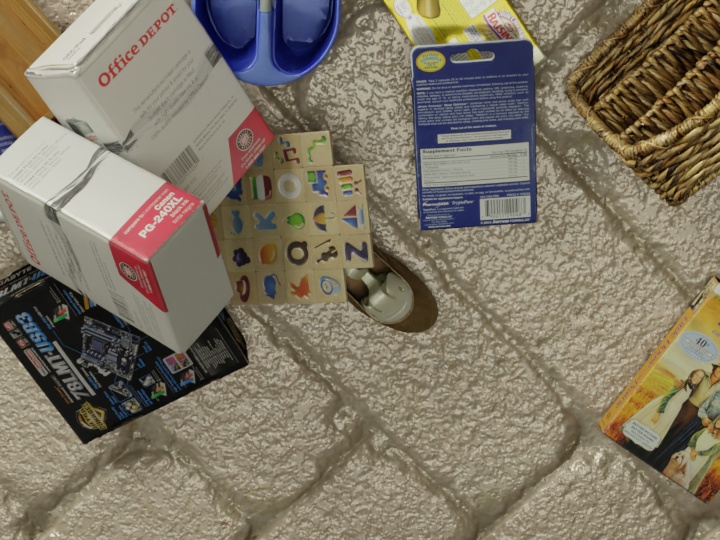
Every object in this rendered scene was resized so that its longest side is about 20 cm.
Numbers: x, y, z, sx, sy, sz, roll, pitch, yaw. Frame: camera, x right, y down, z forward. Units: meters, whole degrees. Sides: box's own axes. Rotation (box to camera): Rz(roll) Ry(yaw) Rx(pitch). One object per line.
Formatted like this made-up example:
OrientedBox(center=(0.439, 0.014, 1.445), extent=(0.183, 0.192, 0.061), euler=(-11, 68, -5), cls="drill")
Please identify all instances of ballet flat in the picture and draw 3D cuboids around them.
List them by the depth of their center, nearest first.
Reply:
OrientedBox(center=(0.000, 0.000, 1.702), extent=(0.068, 0.072, 0.200), euler=(-42, 103, 10), cls="ballet flat")

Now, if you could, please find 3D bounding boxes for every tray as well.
OrientedBox(center=(-0.345, -0.223, 1.573), extent=(0.200, 0.099, 0.037), euler=(47, 140, -9), cls="tray")

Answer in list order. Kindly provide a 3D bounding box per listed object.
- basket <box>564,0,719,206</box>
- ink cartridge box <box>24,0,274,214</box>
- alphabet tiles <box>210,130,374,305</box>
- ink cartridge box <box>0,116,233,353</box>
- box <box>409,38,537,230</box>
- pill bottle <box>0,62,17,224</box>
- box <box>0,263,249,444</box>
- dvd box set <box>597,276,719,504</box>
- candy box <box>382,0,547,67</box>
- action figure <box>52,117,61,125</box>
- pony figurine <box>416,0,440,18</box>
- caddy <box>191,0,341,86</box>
OrientedBox(center=(0.312, -0.181, 1.612), extent=(0.200, 0.143, 0.149), euler=(-42, 103, 11), cls="basket")
OrientedBox(center=(-0.192, -0.152, 1.571), extent=(0.146, 0.084, 0.201), euler=(-52, 127, -29), cls="ink cartridge box")
OrientedBox(center=(-0.079, -0.049, 1.669), extent=(0.199, 0.006, 0.168), euler=(-2, 99, 28), cls="alphabet tiles")
OrientedBox(center=(-0.226, -0.033, 1.538), extent=(0.199, 0.146, 0.083), euler=(28, 63, 25), cls="ink cartridge box")
OrientedBox(center=(0.111, -0.136, 1.661), extent=(0.120, 0.032, 0.201), euler=(-3, 122, 1), cls="box")
OrientedBox(center=(-0.372, -0.142, 1.628), extent=(0.119, 0.120, 0.201), euler=(-13, 94, 4), cls="pill bottle")
OrientedBox(center=(-0.243, 0.056, 1.704), extent=(0.198, 0.050, 0.201), euler=(-26, 123, 8), cls="box")
OrientedBox(center=(0.363, 0.126, 1.763), extent=(0.146, 0.029, 0.200), euler=(34, 104, -10), cls="dvd box set")
OrientedBox(center=(0.085, -0.258, 1.649), extent=(0.102, 0.026, 0.200), euler=(-34, 104, 7), cls="candy box")
OrientedBox(center=(-0.267, -0.116, 1.653), extent=(0.065, 0.099, 0.201), euler=(24, 104, 21), cls="action figure")
OrientedBox(center=(0.042, -0.357, 1.524), extent=(0.165, 0.194, 0.201), euler=(-2, 130, -11), cls="pony figurine")
OrientedBox(center=(-0.087, -0.277, 1.601), extent=(0.140, 0.105, 0.201), euler=(2, 107, -2), cls="caddy")
